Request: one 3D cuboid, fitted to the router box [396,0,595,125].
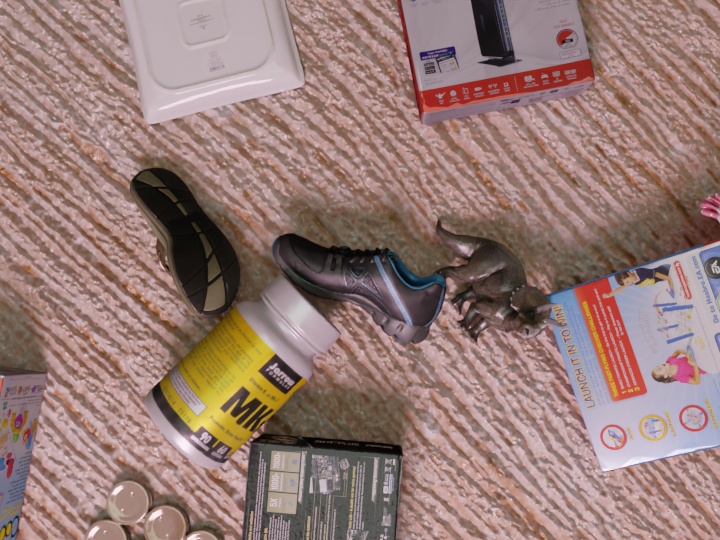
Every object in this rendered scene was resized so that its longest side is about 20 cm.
[{"bbox_3d":[0.150,-0.279,0.889,0.199,0.049,0.180,-11,84,1],"label":"router box"}]

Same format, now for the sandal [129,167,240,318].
[{"bbox_3d":[-0.201,-0.030,0.875,0.080,0.057,0.201,-15,63,-36],"label":"sandal"}]

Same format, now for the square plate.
[{"bbox_3d":[-0.184,-0.293,0.914,0.199,0.028,0.199,-14,83,1],"label":"square plate"}]

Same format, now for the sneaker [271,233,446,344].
[{"bbox_3d":[0.000,0.000,0.846,0.200,0.073,0.082,26,116,-4],"label":"sneaker"}]

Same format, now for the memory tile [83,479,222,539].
[{"bbox_3d":[-0.256,0.353,0.857,0.153,0.017,0.200,31,86,5],"label":"memory tile"}]

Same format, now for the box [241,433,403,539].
[{"bbox_3d":[-0.041,0.286,0.820,0.163,0.086,0.201,3,84,2],"label":"box"}]

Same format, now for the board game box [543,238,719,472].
[{"bbox_3d":[0.320,0.090,0.807,0.195,0.056,0.201,-20,83,23],"label":"board game box"}]

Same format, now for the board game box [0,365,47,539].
[{"bbox_3d":[-0.431,0.205,0.835,0.103,0.105,0.201,8,84,4],"label":"board game box"}]

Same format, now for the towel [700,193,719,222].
[{"bbox_3d":[0.438,-0.002,0.782,0.030,0.146,0.200,-49,66,20],"label":"towel"}]

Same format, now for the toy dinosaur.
[{"bbox_3d":[0.146,0.017,0.847,0.102,0.077,0.200,-31,49,10],"label":"toy dinosaur"}]

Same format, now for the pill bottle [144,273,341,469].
[{"bbox_3d":[-0.124,0.106,0.828,0.114,0.114,0.200,45,88,6],"label":"pill bottle"}]
